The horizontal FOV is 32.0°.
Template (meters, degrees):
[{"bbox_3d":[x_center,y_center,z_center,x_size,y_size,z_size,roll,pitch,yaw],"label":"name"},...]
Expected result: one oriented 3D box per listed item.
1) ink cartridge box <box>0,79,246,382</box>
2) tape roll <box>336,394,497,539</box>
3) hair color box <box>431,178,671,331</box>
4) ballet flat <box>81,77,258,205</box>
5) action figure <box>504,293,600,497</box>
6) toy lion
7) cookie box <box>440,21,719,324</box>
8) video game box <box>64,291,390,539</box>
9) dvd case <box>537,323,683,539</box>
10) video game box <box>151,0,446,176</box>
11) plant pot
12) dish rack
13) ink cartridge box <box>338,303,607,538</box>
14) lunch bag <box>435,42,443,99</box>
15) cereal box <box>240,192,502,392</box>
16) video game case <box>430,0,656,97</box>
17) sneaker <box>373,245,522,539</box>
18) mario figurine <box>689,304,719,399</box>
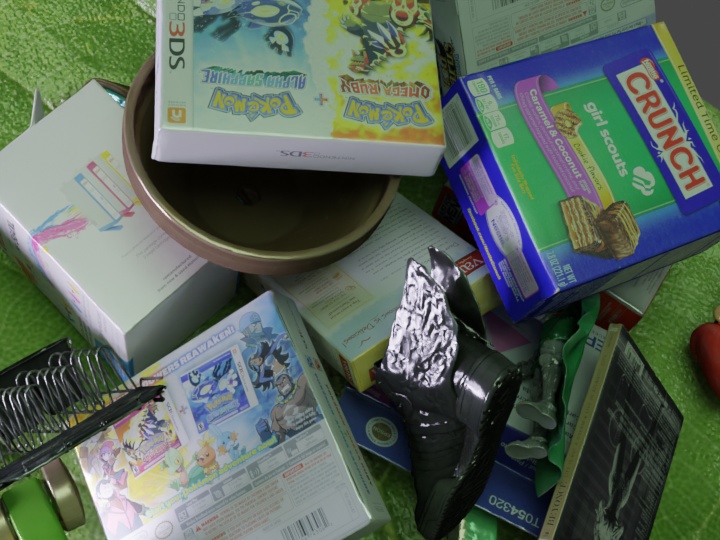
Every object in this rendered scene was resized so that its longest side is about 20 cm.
[{"bbox_3d":[-0.204,-0.036,0.989,0.200,0.129,0.125,44,68,11],"label":"ink cartridge box"},{"bbox_3d":[0.005,0.198,0.967,0.197,0.048,0.203,3,67,-7],"label":"tape roll"},{"bbox_3d":[0.173,-0.042,1.085,0.199,0.061,0.102,35,66,6],"label":"hair color box"},{"bbox_3d":[-0.147,-0.105,1.061,0.199,0.068,0.072,34,42,17],"label":"ballet flat"},{"bbox_3d":[0.151,0.059,0.959,0.054,0.119,0.201,16,38,8],"label":"action figure"},{"bbox_3d":[-0.181,0.254,0.840,0.068,0.201,0.192,-23,54,-19],"label":"toy lion"},{"bbox_3d":[0.172,-0.077,0.938,0.198,0.075,0.173,-19,79,-27],"label":"cookie box"},{"bbox_3d":[-0.102,0.145,0.913,0.199,0.047,0.184,-31,71,14],"label":"video game box"},{"bbox_3d":[0.195,0.166,0.971,0.016,0.149,0.202,3,58,38],"label":"dvd case"},{"bbox_3d":[-0.046,-0.159,0.879,0.197,0.047,0.185,2,66,-13],"label":"video game box"},{"bbox_3d":[-0.074,-0.075,0.909,0.198,0.093,0.203,7,60,-12],"label":"plant pot"},{"bbox_3d":[-0.223,0.098,0.839,0.153,0.199,0.055,-32,102,-31],"label":"dish rack"},{"bbox_3d":[0.096,0.086,0.997,0.194,0.044,0.201,26,45,1],"label":"ink cartridge box"},{"bbox_3d":[0.022,-0.181,1.045,0.169,0.200,0.125,-28,73,-19],"label":"lunch bag"},{"bbox_3d":[0.000,0.000,1.000,0.143,0.040,0.200,-30,42,-18],"label":"cereal box"},{"bbox_3d":[0.155,-0.168,1.016,0.198,0.045,0.184,-24,117,-24],"label":"video game case"},{"bbox_3d":[0.052,0.092,0.895,0.104,0.202,0.060,36,38,26],"label":"sneaker"},{"bbox_3d":[0.364,0.037,1.060,0.123,0.106,0.200,38,66,6],"label":"mario figurine"}]
